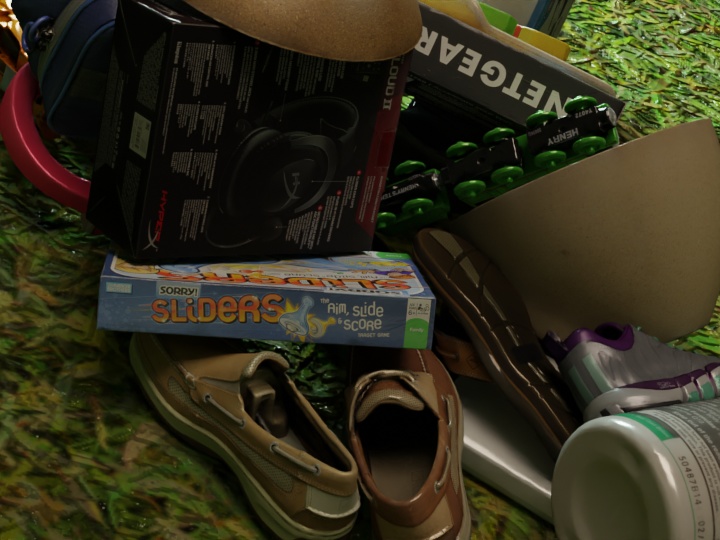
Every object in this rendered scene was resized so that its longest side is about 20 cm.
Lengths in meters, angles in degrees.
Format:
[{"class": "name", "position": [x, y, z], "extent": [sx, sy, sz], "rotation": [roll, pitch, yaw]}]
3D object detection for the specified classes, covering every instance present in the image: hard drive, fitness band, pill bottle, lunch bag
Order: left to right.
[{"class": "fitness band", "position": [-0.157, -0.093, 1.113], "extent": [0.200, 0.037, 0.144], "rotation": [-1, 59, -35]}, {"class": "lunch bag", "position": [-0.134, -0.162, 1.059], "extent": [0.200, 0.136, 0.133], "rotation": [-5, 60, -35]}, {"class": "hard drive", "position": [0.150, 0.124, 1.036], "extent": [0.200, 0.027, 0.132], "rotation": [31, 36, 12]}, {"class": "pill bottle", "position": [0.223, 0.132, 0.945], "extent": [0.200, 0.113, 0.113], "rotation": [-5, 43, -32]}]

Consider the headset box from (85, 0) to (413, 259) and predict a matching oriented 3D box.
[{"class": "headset box", "position": [-0.061, -0.090, 1.003], "extent": [0.200, 0.149, 0.077], "rotation": [-4, 25, -37]}]

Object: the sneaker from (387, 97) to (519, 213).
[{"class": "sneaker", "position": [0.035, -0.103, 1.242], "extent": [0.199, 0.076, 0.114], "rotation": [4, 37, -30]}]

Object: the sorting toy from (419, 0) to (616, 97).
[{"class": "sorting toy", "position": [0.086, -0.192, 1.233], "extent": [0.185, 0.037, 0.200], "rotation": [27, 3, 42]}]

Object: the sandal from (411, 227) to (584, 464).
[{"class": "sandal", "position": [0.086, 0.056, 1.027], "extent": [0.200, 0.055, 0.082], "rotation": [56, 26, 18]}]

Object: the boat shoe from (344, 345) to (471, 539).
[{"class": "boat shoe", "position": [0.026, 0.091, 0.953], "extent": [0.076, 0.072, 0.200], "rotation": [-17, 40, 1]}]

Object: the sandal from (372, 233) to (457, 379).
[{"class": "sandal", "position": [0.001, 0.000, 1.103], "extent": [0.200, 0.048, 0.075], "rotation": [39, 38, 22]}]

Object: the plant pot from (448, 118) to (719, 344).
[{"class": "plant pot", "position": [0.180, -0.007, 1.116], "extent": [0.200, 0.200, 0.135], "rotation": [-18, 84, -43]}]

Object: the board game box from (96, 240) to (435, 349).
[{"class": "board game box", "position": [-0.061, 0.012, 0.988], "extent": [0.199, 0.035, 0.135], "rotation": [4, 12, -7]}]

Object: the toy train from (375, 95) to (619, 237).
[{"class": "toy train", "position": [0.088, -0.068, 1.081], "extent": [0.056, 0.200, 0.042], "rotation": [24, 51, -58]}]

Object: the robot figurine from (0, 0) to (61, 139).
[{"class": "robot figurine", "position": [-0.244, -0.182, 1.207], "extent": [0.145, 0.058, 0.200], "rotation": [-9, 46, -38]}]

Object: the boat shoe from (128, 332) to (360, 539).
[{"class": "boat shoe", "position": [-0.064, 0.076, 0.937], "extent": [0.072, 0.076, 0.200], "rotation": [-20, 50, -41]}]

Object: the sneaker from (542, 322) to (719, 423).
[{"class": "sneaker", "position": [0.205, 0.064, 1.040], "extent": [0.200, 0.074, 0.088], "rotation": [2, 48, -47]}]

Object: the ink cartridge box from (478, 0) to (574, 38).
[{"class": "ink cartridge box", "position": [0.141, -0.248, 1.431], "extent": [0.084, 0.145, 0.200], "rotation": [28, 35, 8]}]

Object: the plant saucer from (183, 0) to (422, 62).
[{"class": "plant saucer", "position": [-0.047, -0.201, 0.989], "extent": [0.200, 0.035, 0.200], "rotation": [18, 32, -12]}]

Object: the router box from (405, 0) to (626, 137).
[{"class": "router box", "position": [0.078, -0.142, 1.146], "extent": [0.200, 0.051, 0.149], "rotation": [24, 1, -10]}]
